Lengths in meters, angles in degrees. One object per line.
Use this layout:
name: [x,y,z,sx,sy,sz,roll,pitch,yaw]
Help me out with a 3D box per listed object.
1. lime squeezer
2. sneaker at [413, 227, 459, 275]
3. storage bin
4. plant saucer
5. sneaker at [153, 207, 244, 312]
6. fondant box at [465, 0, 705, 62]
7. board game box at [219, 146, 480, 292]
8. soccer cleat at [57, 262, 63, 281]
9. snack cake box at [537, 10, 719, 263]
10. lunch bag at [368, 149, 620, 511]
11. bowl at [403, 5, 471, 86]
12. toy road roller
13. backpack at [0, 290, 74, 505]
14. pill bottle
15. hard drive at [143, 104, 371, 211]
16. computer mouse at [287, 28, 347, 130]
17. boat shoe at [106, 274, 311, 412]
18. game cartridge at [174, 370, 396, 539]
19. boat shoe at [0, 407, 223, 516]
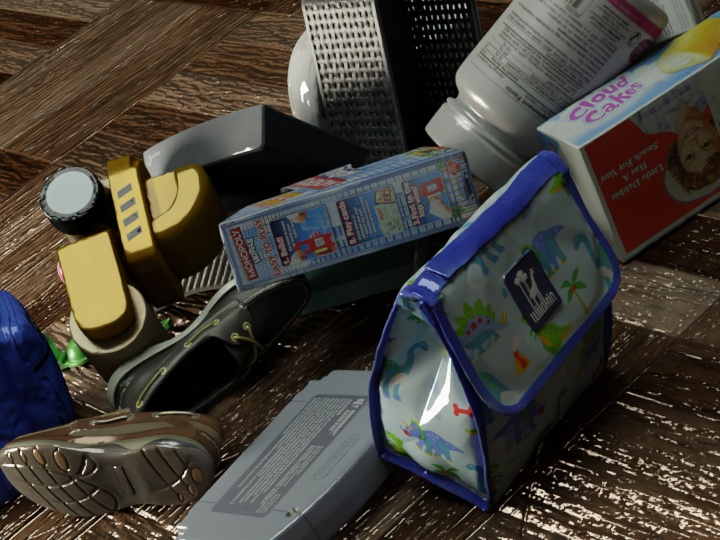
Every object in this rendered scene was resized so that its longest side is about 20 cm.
lime squeezer: [-0.273,0.058,1.719,0.200,0.071,0.038,9,16,3]
sneaker: [0.075,0.028,1.493,0.079,0.075,0.200,4,33,7]
storage bin: [0.039,-0.184,1.698,0.094,0.200,0.135,3,23,44]
plant saucer: [0.000,0.000,1.636,0.200,0.019,0.070,-17,29,19]
sneaker: [-0.153,-0.021,1.740,0.200,0.074,0.082,-18,25,6]
fondant box: [0.209,-0.193,1.660,0.200,0.058,0.144,-21,-8,16]
board game box: [-0.027,-0.046,1.536,0.200,0.062,0.200,-19,10,-14]
soccer cleat: [-0.202,-0.036,1.824,0.200,0.070,0.086,-25,12,-3]
snack cake box: [0.257,-0.112,1.509,0.200,0.115,0.067,-33,30,-13]
lunch bag: [0.093,0.037,1.294,0.127,0.200,0.170,22,51,29]
bowl: [0.039,-0.213,1.882,0.201,0.090,0.201,-20,29,12]
toy road roller: [-0.186,-0.010,1.625,0.146,0.123,0.200,-18,61,3]
backpack: [-0.353,0.086,1.589,0.168,0.200,0.163,-32,28,-11]
pill bottle: [0.152,-0.166,1.541,0.200,0.113,0.113,-51,26,11]
hard drive: [-0.099,-0.093,1.679,0.200,0.135,0.042,-15,61,51]
computer mouse: [-0.051,-0.150,1.759,0.044,0.200,0.110,1,21,-20]
boat shoe: [-0.117,0.069,1.567,0.201,0.072,0.061,-37,37,-11]
game cartridge: [-0.039,0.149,1.386,0.133,0.040,0.200,-6,33,50]
boat shoe: [-0.198,0.150,1.498,0.200,0.076,0.072,-1,32,23]
